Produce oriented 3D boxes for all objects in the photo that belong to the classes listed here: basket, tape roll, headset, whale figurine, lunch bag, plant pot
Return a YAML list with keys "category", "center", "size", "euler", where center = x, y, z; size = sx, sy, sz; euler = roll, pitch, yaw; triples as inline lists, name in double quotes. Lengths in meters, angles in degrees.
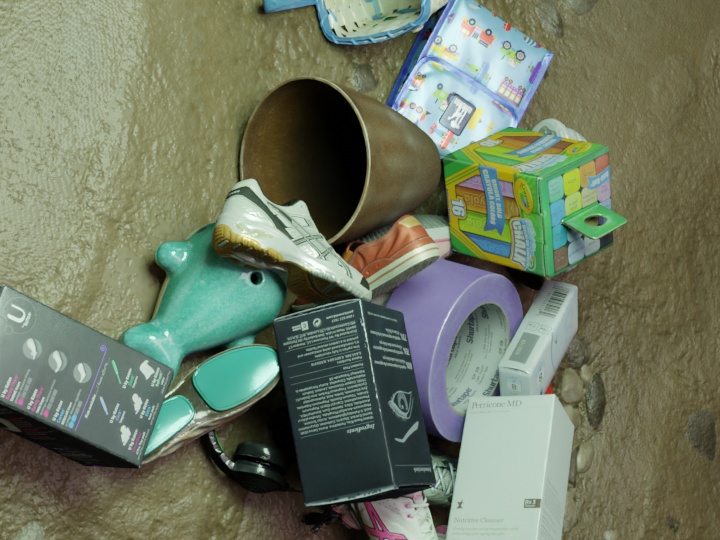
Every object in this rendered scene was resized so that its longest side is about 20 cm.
- category: "basket"
  center: [0.008, -0.331, 1.660]
  size: [0.199, 0.175, 0.140]
  euler: [-15, 97, -49]
- category: "tape roll"
  center: [0.103, 0.092, 1.689]
  size: [0.199, 0.085, 0.202]
  euler: [-24, 122, -47]
- category: "headset"
  center: [-0.094, 0.200, 1.594]
  size: [0.123, 0.094, 0.200]
  euler: [-42, 94, -28]
- category: "whale figurine"
  center: [-0.158, 0.035, 1.530]
  size: [0.200, 0.103, 0.160]
  euler: [-44, 111, -30]
- category: "lunch bag"
  center: [0.120, -0.212, 1.775]
  size: [0.150, 0.094, 0.201]
  euler: [30, 72, -13]
- category: "plant pot"
  center: [-0.003, -0.117, 1.641]
  size: [0.199, 0.186, 0.189]
  euler: [-2, 85, -52]

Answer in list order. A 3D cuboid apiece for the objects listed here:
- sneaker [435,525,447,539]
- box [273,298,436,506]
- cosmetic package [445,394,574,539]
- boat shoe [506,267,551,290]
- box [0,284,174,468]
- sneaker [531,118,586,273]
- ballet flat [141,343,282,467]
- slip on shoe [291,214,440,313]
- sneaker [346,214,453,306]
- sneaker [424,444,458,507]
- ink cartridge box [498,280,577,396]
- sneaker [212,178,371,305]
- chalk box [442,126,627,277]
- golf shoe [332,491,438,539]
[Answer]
- category: "sneaker"
  center: [0.087, 0.349, 1.700]
  size: [0.199, 0.081, 0.089]
  euler: [-14, 89, -44]
- category: "box"
  center: [-0.004, 0.143, 1.537]
  size: [0.148, 0.104, 0.202]
  euler: [22, 56, -68]
- category: "cosmetic package"
  center: [0.168, 0.244, 1.618]
  size: [0.081, 0.112, 0.201]
  euler: [52, 39, -49]
- category: "boat shoe"
  center: [0.195, -0.070, 1.833]
  size: [0.066, 0.074, 0.201]
  euler: [-39, 108, -28]
- category: "box"
  center: [-0.301, 0.105, 1.400]
  size: [0.199, 0.122, 0.107]
  euler: [31, 67, -31]
- category: "sneaker"
  center: [0.279, -0.096, 1.901]
  size: [0.099, 0.078, 0.202]
  euler: [5, 82, -40]
- category: "ballet flat"
  center: [-0.169, 0.141, 1.513]
  size: [0.199, 0.067, 0.068]
  euler: [-28, 72, -16]
- category: "slip on shoe"
  center: [0.000, 0.000, 1.607]
  size: [0.074, 0.199, 0.062]
  euler: [-9, 72, -55]
- category: "sneaker"
  center: [0.056, -0.004, 1.725]
  size: [0.199, 0.075, 0.106]
  euler: [-18, 113, -47]
- category: "sneaker"
  center: [0.121, 0.252, 1.728]
  size: [0.199, 0.085, 0.078]
  euler: [22, 71, -33]
- category: "ink cartridge box"
  center: [0.221, 0.138, 1.768]
  size: [0.160, 0.047, 0.201]
  euler: [-56, 148, -41]
- category: "sneaker"
  center: [-0.059, -0.028, 1.506]
  size: [0.199, 0.075, 0.088]
  euler: [30, 58, -35]
- category: "chalk box"
  center: [0.209, -0.077, 1.664]
  size: [0.124, 0.199, 0.125]
  euler: [-25, 118, -37]
- category: "golf shoe"
  center: [0.046, 0.284, 1.613]
  size: [0.200, 0.092, 0.072]
  euler: [47, 34, 9]
